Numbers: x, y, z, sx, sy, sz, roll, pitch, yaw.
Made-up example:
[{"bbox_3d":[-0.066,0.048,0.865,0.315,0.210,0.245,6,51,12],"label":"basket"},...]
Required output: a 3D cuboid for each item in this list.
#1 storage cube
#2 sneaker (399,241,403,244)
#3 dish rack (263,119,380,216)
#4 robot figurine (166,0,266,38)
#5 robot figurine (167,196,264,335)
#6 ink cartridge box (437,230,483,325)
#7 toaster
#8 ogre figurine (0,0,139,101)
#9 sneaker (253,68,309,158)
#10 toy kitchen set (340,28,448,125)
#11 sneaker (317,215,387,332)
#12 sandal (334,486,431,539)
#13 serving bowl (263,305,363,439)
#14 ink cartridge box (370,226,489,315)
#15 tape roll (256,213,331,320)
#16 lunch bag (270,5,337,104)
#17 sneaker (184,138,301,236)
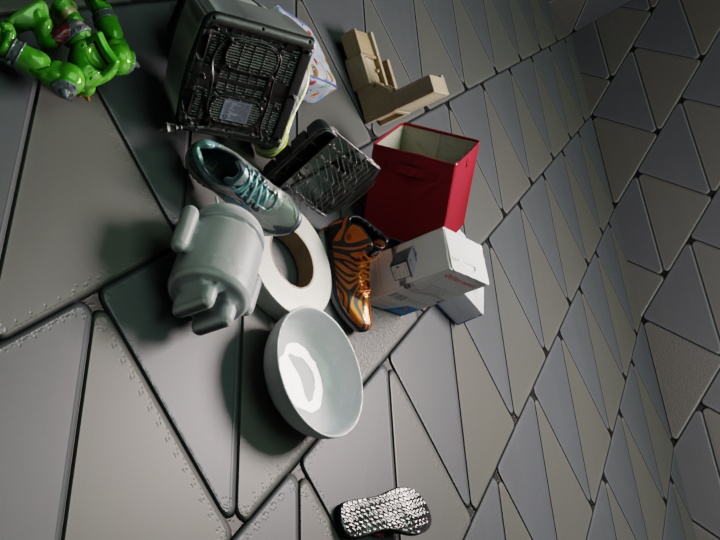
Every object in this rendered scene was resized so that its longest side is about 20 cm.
[{"bbox_3d":[0.120,-0.166,1.568,0.200,0.169,0.182,-45,147,-58],"label":"storage cube"},{"bbox_3d":[0.137,-0.056,1.645,0.073,0.111,0.202,39,40,-38],"label":"sneaker"},{"bbox_3d":[-0.059,-0.163,1.381,0.199,0.153,0.055,32,28,-45],"label":"dish rack"},{"bbox_3d":[-0.217,-0.387,1.297,0.199,0.123,0.153,-10,85,-59],"label":"robot figurine"},{"bbox_3d":[-0.193,-0.010,1.095,0.170,0.111,0.202,53,32,-39],"label":"robot figurine"},{"bbox_3d":[0.208,-0.005,1.758,0.136,0.076,0.202,45,38,-33],"label":"ink cartridge box"},{"bbox_3d":[-0.189,-0.291,1.176,0.197,0.183,0.119,5,32,-32],"label":"toaster"},{"bbox_3d":[-0.367,-0.286,1.026,0.120,0.098,0.200,50,21,-5],"label":"ogre figurine"},{"bbox_3d":[-0.131,-0.290,1.332,0.081,0.073,0.203,122,-19,-83],"label":"sneaker"},{"bbox_3d":[0.089,-0.443,1.762,0.163,0.179,0.203,-12,84,-60],"label":"toy kitchen set"},{"bbox_3d":[0.000,0.000,1.392,0.077,0.111,0.203,-11,80,-58],"label":"sneaker"},{"bbox_3d":[0.032,0.385,1.263,0.198,0.045,0.076,9,56,-39],"label":"sandal"},{"bbox_3d":[-0.080,0.158,1.207,0.199,0.065,0.203,35,43,-41],"label":"serving bowl"},{"bbox_3d":[0.114,0.007,1.480,0.146,0.198,0.087,20,54,-51],"label":"ink cartridge box"},{"bbox_3d":[-0.122,-0.015,1.287,0.202,0.037,0.205,36,42,-42],"label":"tape roll"},{"bbox_3d":[-0.120,-0.395,1.473,0.162,0.075,0.200,64,14,4],"label":"lunch bag"},{"bbox_3d":[-0.172,-0.119,1.175,0.199,0.086,0.078,34,79,-8],"label":"sneaker"}]
